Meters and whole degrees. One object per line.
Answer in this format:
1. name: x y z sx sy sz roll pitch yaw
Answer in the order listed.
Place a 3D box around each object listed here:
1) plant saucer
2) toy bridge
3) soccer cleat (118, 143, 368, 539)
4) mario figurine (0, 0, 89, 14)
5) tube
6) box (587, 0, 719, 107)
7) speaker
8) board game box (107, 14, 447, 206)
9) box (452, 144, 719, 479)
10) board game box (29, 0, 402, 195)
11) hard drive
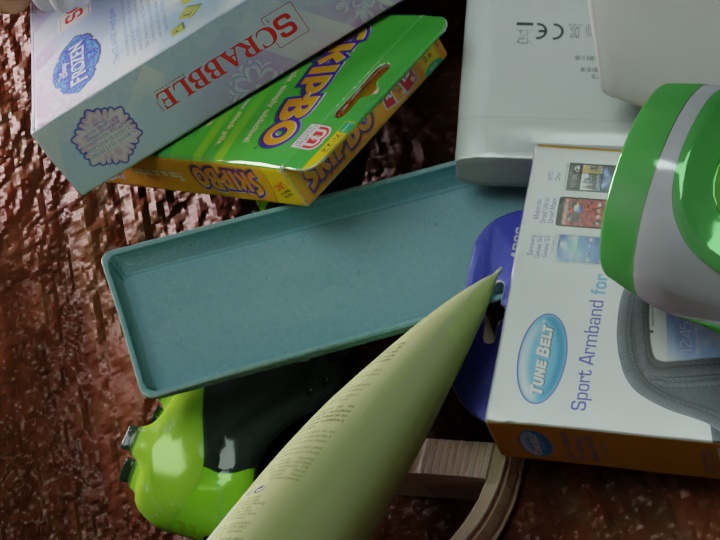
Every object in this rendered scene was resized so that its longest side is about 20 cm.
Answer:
1. plant saucer: 0.000 0.000 0.941 0.199 0.019 0.070 -15 59 -10
2. toy bridge: 0.030 0.079 0.932 0.067 0.027 0.201 1 63 27
3. soccer cleat: -0.029 0.027 0.977 0.081 0.068 0.201 23 65 6
4. mario figurine: -0.130 -0.153 1.048 0.199 0.123 0.107 -8 81 28
5. tube: -0.004 0.071 0.845 0.058 0.052 0.200 2 33 26
6. box: 0.204 -0.123 0.869 0.199 0.107 0.153 21 59 27
7. speaker: 0.187 -0.002 0.807 0.199 0.089 0.089 19 73 20
8. board game box: -0.046 -0.073 1.007 0.096 0.030 0.199 -48 28 -23
9. box: 0.132 0.017 0.882 0.199 0.042 0.120 5 65 15
10. board game box: -0.058 -0.144 1.053 0.199 0.041 0.200 -30 31 10
11. hard drive: 0.111 -0.126 0.982 0.131 0.027 0.201 2 63 7
